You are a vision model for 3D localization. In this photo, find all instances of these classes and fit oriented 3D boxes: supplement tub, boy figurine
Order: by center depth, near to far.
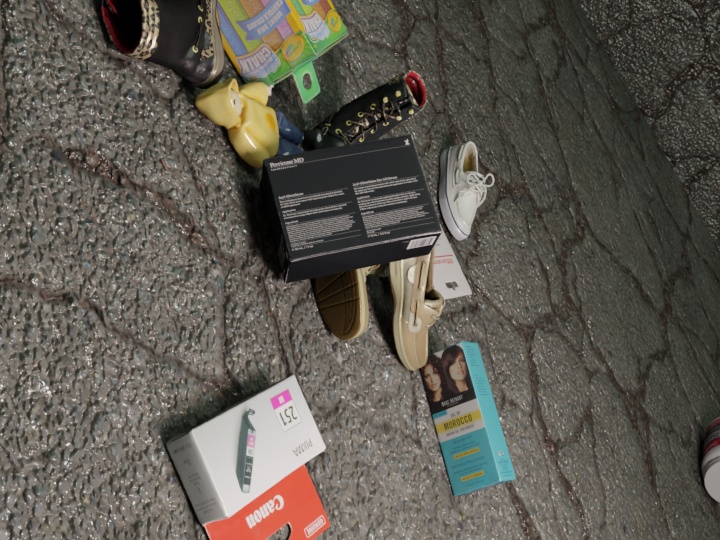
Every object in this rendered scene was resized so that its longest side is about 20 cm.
[{"bbox_3d":[-0.130,-0.192,1.292,0.199,0.064,0.126,31,53,-48],"label":"boy figurine"},{"bbox_3d":[0.882,0.447,2.381,0.142,0.139,0.200,59,30,-11],"label":"supplement tub"}]

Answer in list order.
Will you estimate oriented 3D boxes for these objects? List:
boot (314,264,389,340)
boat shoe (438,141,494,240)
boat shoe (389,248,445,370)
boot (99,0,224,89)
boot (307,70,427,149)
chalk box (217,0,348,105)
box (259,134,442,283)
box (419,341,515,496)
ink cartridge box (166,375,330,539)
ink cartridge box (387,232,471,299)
[{"bbox_3d":[0.000,0.000,1.359,0.154,0.071,0.203,15,56,-56],"label":"boot"},{"bbox_3d":[0.190,-0.147,1.750,0.074,0.085,0.204,41,37,-35],"label":"boat shoe"},{"bbox_3d":[0.082,0.050,1.392,0.072,0.064,0.203,-56,144,-59],"label":"boat shoe"},{"bbox_3d":[-0.241,-0.325,1.201,0.150,0.072,0.204,3,73,-60],"label":"boot"},{"bbox_3d":[0.006,-0.210,1.431,0.074,0.152,0.204,55,31,-16],"label":"boot"},{"bbox_3d":[-0.107,-0.326,1.364,0.202,0.123,0.125,58,31,-13],"label":"chalk box"},{"bbox_3d":[-0.015,-0.079,1.263,0.197,0.079,0.143,-11,71,-15],"label":"box"},{"bbox_3d":[0.150,0.210,1.433,0.049,0.082,0.203,9,61,-54],"label":"box"},{"bbox_3d":[-0.099,0.223,1.063,0.199,0.043,0.176,-22,86,-60],"label":"ink cartridge box"},{"bbox_3d":[0.077,-0.037,1.492,0.115,0.067,0.202,-6,68,-58],"label":"ink cartridge box"}]
